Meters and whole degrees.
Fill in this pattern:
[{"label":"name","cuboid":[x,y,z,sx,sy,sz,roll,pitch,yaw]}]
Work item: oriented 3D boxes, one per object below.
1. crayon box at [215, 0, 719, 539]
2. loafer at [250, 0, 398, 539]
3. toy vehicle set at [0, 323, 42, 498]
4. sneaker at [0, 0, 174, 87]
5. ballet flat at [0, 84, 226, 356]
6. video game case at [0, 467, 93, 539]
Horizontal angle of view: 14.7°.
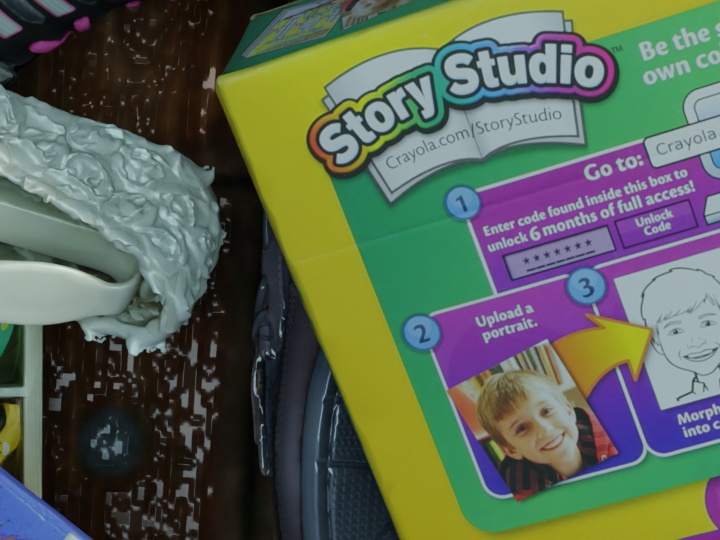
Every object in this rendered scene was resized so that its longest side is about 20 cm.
[{"label":"crayon box","cuboid":[0.085,-0.011,0.746,0.199,0.058,0.174,-16,108,17]},{"label":"loafer","cuboid":[0.000,0.000,0.839,0.072,0.063,0.202,5,92,-42]},{"label":"toy vehicle set","cuboid":[-0.192,0.015,0.815,0.198,0.026,0.125,-1,94,-15]},{"label":"sneaker","cuboid":[-0.092,-0.091,0.809,0.198,0.074,0.088,2,122,-4]},{"label":"ballet flat","cuboid":[-0.129,-0.026,0.771,0.199,0.072,0.072,16,89,-15]},{"label":"video game case","cuboid":[-0.182,0.101,0.746,0.199,0.045,0.182,36,83,11]}]
